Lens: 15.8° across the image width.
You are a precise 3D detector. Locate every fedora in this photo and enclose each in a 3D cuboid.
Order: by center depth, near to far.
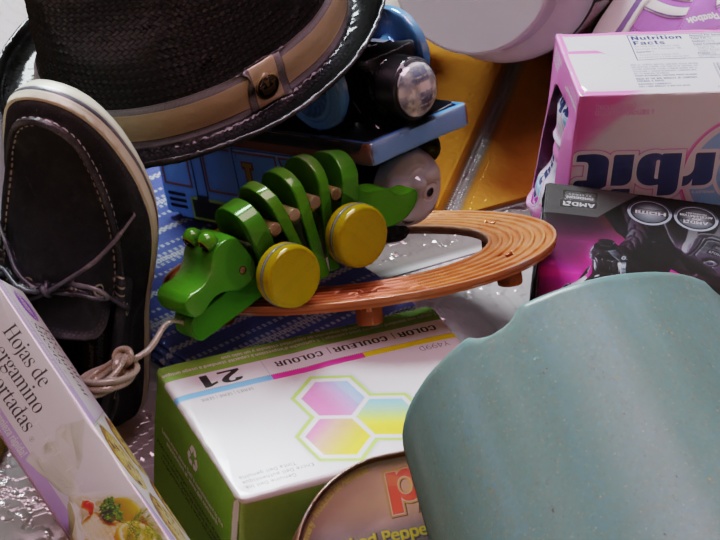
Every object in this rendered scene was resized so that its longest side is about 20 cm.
[{"bbox_3d":[-0.091,-0.139,1.243,0.200,0.092,0.201,-9,41,8],"label":"fedora"}]

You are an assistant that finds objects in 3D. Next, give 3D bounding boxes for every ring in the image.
[{"bbox_3d":[0.000,0.000,1.304,0.200,0.019,0.200,-7,13,2],"label":"ring"}]

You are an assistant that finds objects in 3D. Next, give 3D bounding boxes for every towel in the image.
[{"bbox_3d":[-0.091,0.001,1.378,0.200,0.024,0.145,32,41,32],"label":"towel"}]

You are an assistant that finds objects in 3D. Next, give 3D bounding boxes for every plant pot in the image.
[{"bbox_3d":[0.116,0.120,1.018,0.200,0.200,0.196,-9,55,-18],"label":"plant pot"}]

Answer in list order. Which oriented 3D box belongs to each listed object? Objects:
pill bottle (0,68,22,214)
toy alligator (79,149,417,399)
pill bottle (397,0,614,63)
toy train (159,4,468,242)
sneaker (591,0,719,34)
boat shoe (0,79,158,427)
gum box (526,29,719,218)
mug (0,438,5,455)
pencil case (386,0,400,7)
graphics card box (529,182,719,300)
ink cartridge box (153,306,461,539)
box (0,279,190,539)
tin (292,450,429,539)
[{"bbox_3d":[-0.217,-0.050,1.327,0.199,0.112,0.112,-5,34,7],"label":"pill bottle"},{"bbox_3d":[-0.056,-0.009,1.210,0.200,0.054,0.059,-30,27,-28],"label":"toy alligator"},{"bbox_3d":[0.094,-0.182,1.523,0.116,0.116,0.200,15,16,16],"label":"pill bottle"},{"bbox_3d":[-0.030,-0.077,1.342,0.087,0.115,0.200,-28,25,-37],"label":"toy train"},{"bbox_3d":[0.208,-0.126,1.544,0.114,0.073,0.200,27,41,23],"label":"sneaker"},{"bbox_3d":[-0.136,0.003,1.210,0.074,0.200,0.062,14,40,18],"label":"boat shoe"},{"bbox_3d":[0.192,-0.067,1.414,0.199,0.114,0.066,-2,36,-8],"label":"gum box"},{"bbox_3d":[-0.228,0.023,1.214,0.149,0.154,0.186,-26,45,-37],"label":"mug"},{"bbox_3d":[-0.003,-0.124,1.511,0.089,0.078,0.200,-14,31,16],"label":"pencil case"},{"bbox_3d":[0.145,0.038,1.308,0.125,0.051,0.200,8,37,4],"label":"graphics card box"},{"bbox_3d":[0.011,0.113,1.172,0.147,0.076,0.200,-13,37,-22],"label":"ink cartridge box"},{"bbox_3d":[-0.118,0.093,1.140,0.039,0.041,0.200,-37,72,3],"label":"box"},{"bbox_3d":[0.062,0.127,1.125,0.199,0.042,0.112,-9,73,-20],"label":"tin"}]
